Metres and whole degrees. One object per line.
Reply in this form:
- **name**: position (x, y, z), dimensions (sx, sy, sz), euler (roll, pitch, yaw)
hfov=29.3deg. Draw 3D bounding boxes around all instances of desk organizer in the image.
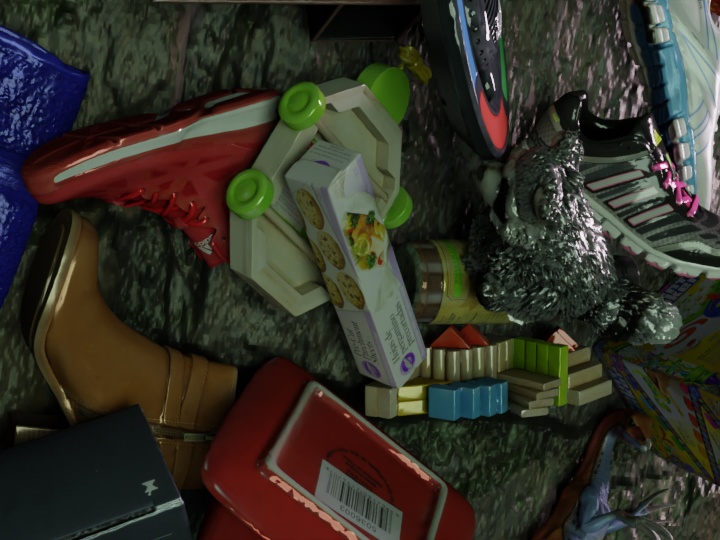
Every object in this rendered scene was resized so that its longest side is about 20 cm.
- **desk organizer**: position (-0.056, -0.202, 0.925), dimensions (0.197, 0.072, 0.078), euler (-4, 77, -22)

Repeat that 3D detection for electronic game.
- **electronic game**: position (0.075, -0.176, 0.943), dimensions (0.041, 0.200, 0.203), euler (-8, 105, 14)

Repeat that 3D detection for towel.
- **towel**: position (-0.272, -0.065, 0.884), dimensions (0.146, 0.049, 0.202), euler (21, 90, -23)

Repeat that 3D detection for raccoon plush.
- **raccoon plush**: position (0.166, -0.026, 0.969), dimensions (0.197, 0.134, 0.098), euler (11, 61, -18)

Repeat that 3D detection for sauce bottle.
- **sauce bottle**: position (0.120, 0.008, 1.052), dimensions (0.197, 0.065, 0.066), euler (-1, 100, -24)

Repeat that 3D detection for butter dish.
- **butter dish**: position (-0.038, 0.191, 0.959), dimensions (0.199, 0.200, 0.148), euler (38, 113, -3)

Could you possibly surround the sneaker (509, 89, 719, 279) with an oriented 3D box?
- **sneaker**: position (0.211, -0.068, 1.023), dimensions (0.198, 0.074, 0.088), euler (30, 118, 9)

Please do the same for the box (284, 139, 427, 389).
- **box**: position (0.000, 0.000, 0.950), dimensions (0.039, 0.041, 0.201), euler (-47, 140, -27)

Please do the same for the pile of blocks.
- **pile of blocks**: position (0.099, 0.072, 1.043), dimensions (0.197, 0.082, 0.063), euler (-5, 101, -21)

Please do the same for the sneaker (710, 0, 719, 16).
- **sneaker**: position (0.276, -0.296, 1.072), dimensions (0.077, 0.072, 0.202), euler (-39, 118, -33)

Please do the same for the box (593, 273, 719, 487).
- **box**: position (0.326, 0.063, 1.076), dimensions (0.199, 0.192, 0.123), euler (-38, 110, -11)

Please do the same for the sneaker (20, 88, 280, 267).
- **sneaker**: position (-0.124, -0.046, 0.915), dimensions (0.198, 0.078, 0.117), euler (-21, 111, -35)

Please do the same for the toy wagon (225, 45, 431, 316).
- **toy wagon**: position (-0.016, -0.069, 0.963), dimensions (0.202, 0.039, 0.155), euler (-61, 144, -11)

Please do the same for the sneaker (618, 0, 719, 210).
- **sneaker**: position (0.264, -0.140, 1.073), dimensions (0.086, 0.075, 0.203), euler (-14, 105, -10)

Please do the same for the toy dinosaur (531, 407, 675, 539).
- **toy dinosaur**: position (0.177, 0.202, 1.099), dimensions (0.197, 0.105, 0.184), euler (2, 78, -10)

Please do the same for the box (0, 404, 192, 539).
- **box**: position (-0.181, 0.211, 0.901), dimensions (0.146, 0.104, 0.202), euler (-16, 126, -17)

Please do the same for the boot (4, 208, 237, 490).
- **boot**: position (-0.156, 0.061, 0.945), dimensions (0.153, 0.074, 0.203), euler (6, 107, -23)
